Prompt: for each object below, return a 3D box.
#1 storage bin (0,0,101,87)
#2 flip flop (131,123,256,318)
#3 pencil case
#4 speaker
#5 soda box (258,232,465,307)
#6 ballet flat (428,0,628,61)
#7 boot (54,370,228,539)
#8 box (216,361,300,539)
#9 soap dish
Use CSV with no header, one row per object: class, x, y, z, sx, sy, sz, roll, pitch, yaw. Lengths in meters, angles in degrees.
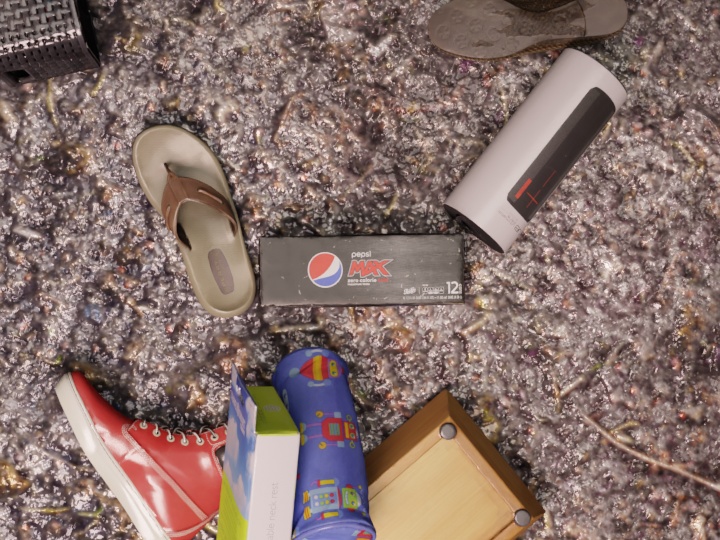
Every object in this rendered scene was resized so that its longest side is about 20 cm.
storage bin,-0.313,-0.284,1.301,0.093,0.135,0.202,-14,90,-4
flip flop,-0.158,-0.049,1.347,0.081,0.058,0.201,-21,90,-4
pencil case,-0.038,0.170,1.296,0.078,0.087,0.201,11,49,-26
speaker,0.169,-0.115,1.361,0.081,0.081,0.200,39,86,-2
soda box,0.000,0.000,1.355,0.198,0.063,0.071,-1,88,-5
ballet flat,0.166,-0.243,1.385,0.198,0.046,0.068,-7,89,1
boot,-0.188,0.154,1.337,0.144,0.072,0.201,-35,99,-4
box,-0.095,0.197,1.265,0.047,0.122,0.202,2,105,-17
soap dish,0.059,0.239,1.345,0.200,0.081,0.158,-40,92,-5
